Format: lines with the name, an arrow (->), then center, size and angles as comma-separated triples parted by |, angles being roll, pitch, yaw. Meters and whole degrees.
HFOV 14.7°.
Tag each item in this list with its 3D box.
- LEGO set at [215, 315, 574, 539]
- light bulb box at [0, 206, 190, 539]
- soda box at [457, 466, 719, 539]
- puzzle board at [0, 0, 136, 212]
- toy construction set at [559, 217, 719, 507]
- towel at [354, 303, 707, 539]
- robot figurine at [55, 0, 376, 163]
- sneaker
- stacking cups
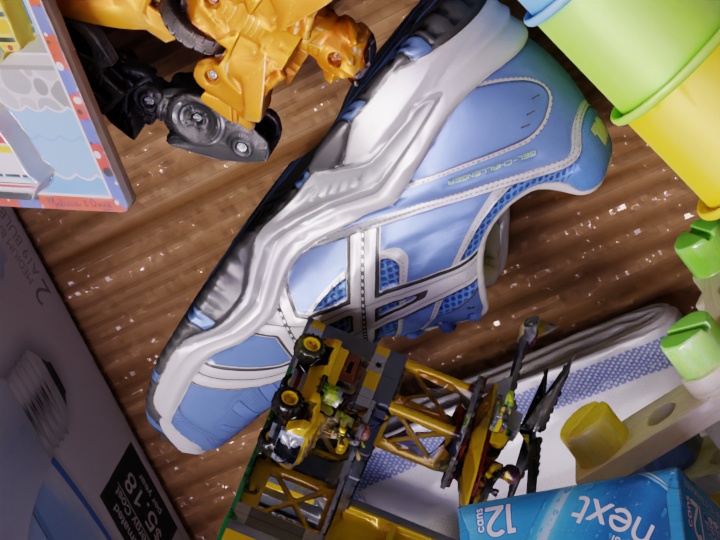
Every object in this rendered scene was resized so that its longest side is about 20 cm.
LEGO set -> 0.006, 0.116, 0.874 | 0.115, 0.154, 0.201 | 21, 131, 1
light bulb box -> -0.162, 0.110, 0.926 | 0.124, 0.200, 0.199 | -17, 113, 24
soda box -> 0.095, 0.120, 0.845 | 0.067, 0.065, 0.200 | -12, 157, 19
puzzle board -> -0.173, -0.083, 0.883 | 0.199, 0.017, 0.151 | 4, 127, 37
toy construction set -> 0.163, 0.013, 0.810 | 0.199, 0.131, 0.093 | -8, 121, 35
towel -> 0.089, 0.112, 0.958 | 0.146, 0.024, 0.201 | -24, 112, 24
robot figurine -> -0.077, -0.122, 0.848 | 0.199, 0.058, 0.145 | 33, 131, -3
sneaker -> 0.000, 0.000, 0.889 | 0.077, 0.076, 0.200 | 37, 125, -7
stacking cups -> 0.054, -0.103, 0.823 | 0.200, 0.061, 0.060 | 44, 121, -10
